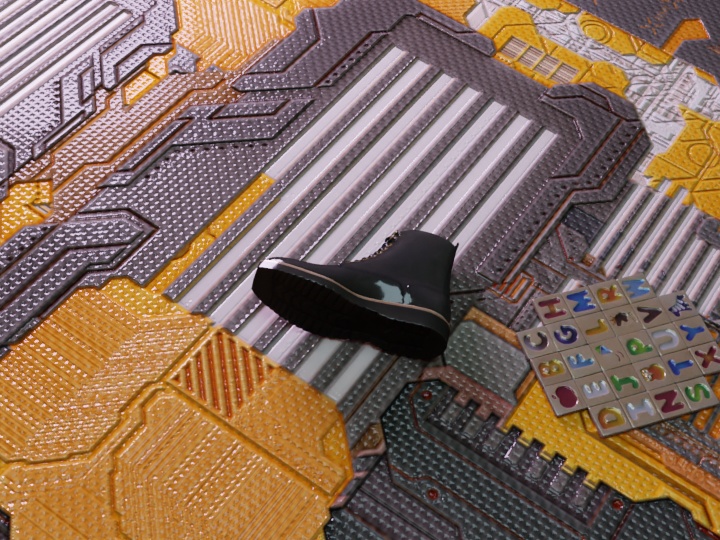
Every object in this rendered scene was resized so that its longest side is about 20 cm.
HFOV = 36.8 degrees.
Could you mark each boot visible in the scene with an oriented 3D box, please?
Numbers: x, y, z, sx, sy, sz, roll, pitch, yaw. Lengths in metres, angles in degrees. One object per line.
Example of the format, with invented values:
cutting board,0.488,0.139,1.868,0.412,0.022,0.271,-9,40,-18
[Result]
boot,0.000,0.000,1.098,0.200,0.077,0.138,21,50,-8

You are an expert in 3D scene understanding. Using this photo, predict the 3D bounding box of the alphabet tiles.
alphabet tiles,0.268,0.082,1.104,0.200,0.006,0.167,-13,57,-15
